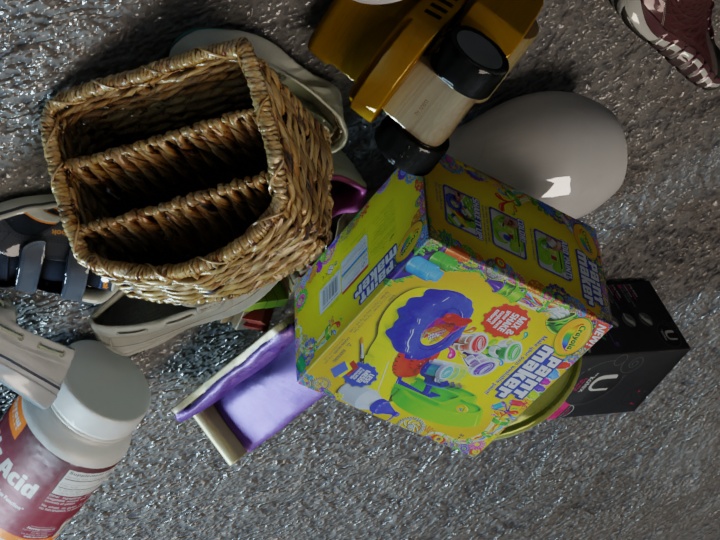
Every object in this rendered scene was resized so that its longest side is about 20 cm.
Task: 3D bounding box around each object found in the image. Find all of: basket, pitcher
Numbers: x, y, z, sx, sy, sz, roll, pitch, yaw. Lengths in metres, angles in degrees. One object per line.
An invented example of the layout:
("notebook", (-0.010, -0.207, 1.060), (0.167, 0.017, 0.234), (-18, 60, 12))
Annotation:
("basket", (-0.137, -0.065, 1.429), (0.199, 0.144, 0.149), (-12, 149, 23))
("pitcher", (0.137, -0.077, 1.712), (0.199, 0.121, 0.172), (-9, 126, -21))

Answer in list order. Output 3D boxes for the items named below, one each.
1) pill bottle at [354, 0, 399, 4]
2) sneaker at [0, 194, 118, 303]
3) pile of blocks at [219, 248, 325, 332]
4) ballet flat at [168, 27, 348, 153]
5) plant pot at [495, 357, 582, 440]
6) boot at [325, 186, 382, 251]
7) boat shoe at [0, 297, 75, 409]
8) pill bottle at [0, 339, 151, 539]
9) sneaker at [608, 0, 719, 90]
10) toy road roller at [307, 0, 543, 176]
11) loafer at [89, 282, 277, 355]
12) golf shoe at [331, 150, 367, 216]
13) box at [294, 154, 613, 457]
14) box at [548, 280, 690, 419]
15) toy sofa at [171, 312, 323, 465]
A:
("pill bottle", (-0.003, -0.286, 1.298), (0.113, 0.114, 0.200), (-29, 150, 1))
("sneaker", (-0.247, -0.016, 1.543), (0.199, 0.080, 0.079), (-13, 151, -22))
("pile of blocks", (-0.066, -0.004, 1.727), (0.200, 0.062, 0.082), (-45, 146, 25))
("ballet flat", (-0.073, -0.142, 1.509), (0.069, 0.070, 0.200), (-41, 148, 21))
("plant pot", (0.110, 0.033, 1.828), (0.199, 0.201, 0.185), (-24, 138, -7))
("boot", (0.000, 0.000, 1.693), (0.075, 0.074, 0.201), (-8, 137, -14))
("boat shoe", (-0.326, 0.050, 1.602), (0.200, 0.073, 0.067), (42, 73, -50))
("pill bottle", (-0.287, 0.164, 1.749), (0.114, 0.115, 0.200), (5, 136, -44))
("sneaker", (0.311, -0.239, 1.671), (0.115, 0.076, 0.200), (-42, 147, 17))
("toy road roller", (0.049, -0.188, 1.516), (0.123, 0.146, 0.200), (-51, 180, 34))
("loafer", (-0.152, 0.015, 1.677), (0.199, 0.070, 0.070), (-30, 158, 4))
("golf shoe", (-0.079, -0.052, 1.567), (0.200, 0.091, 0.076), (-35, 151, -30))
("box", (0.076, 0.029, 1.592), (0.192, 0.122, 0.200), (24, 129, -24))
("box", (0.250, 0.090, 2.087), (0.199, 0.106, 0.122), (-2, 142, -38))
("toy sofa", (-0.086, 0.109, 1.800), (0.200, 0.083, 0.098), (-39, 179, 36))
